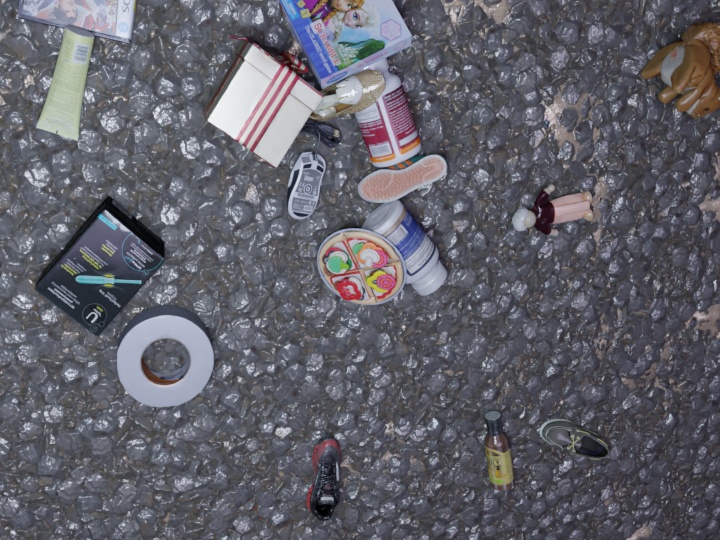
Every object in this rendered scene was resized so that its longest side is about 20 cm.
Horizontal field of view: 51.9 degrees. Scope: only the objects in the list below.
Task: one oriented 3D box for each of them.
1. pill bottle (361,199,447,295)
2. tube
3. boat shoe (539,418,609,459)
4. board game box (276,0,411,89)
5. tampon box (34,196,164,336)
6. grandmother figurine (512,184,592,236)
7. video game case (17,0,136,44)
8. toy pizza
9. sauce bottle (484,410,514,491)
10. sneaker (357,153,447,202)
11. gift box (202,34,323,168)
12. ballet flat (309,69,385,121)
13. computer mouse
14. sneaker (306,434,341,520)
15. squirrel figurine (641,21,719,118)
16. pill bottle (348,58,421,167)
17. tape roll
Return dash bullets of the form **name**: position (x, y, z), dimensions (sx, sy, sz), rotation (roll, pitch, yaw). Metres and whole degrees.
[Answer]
- **pill bottle**: position (0.100, -0.045, 1.597), dimensions (0.111, 0.111, 0.201), rotation (-42, 112, -1)
- **tube**: position (-0.537, -0.343, 1.357), dimensions (0.057, 0.052, 0.203), rotation (31, 114, 19)
- **boat shoe**: position (0.551, 0.435, 1.894), dimensions (0.198, 0.060, 0.073), rotation (19, 100, -20)
- **board game box**: position (-0.032, -0.481, 1.418), dimensions (0.197, 0.041, 0.203), rotation (-28, 80, -7)
- **tampon box**: position (-0.496, -0.010, 1.425), dimensions (0.150, 0.126, 0.200), rotation (42, 92, -22)
- **grandmother figurine**: position (0.438, -0.135, 1.699), dimensions (0.196, 0.060, 0.124), rotation (-15, 101, -14)
- **video game case**: position (-0.501, -0.524, 1.330), dimensions (0.196, 0.026, 0.185), rotation (8, 103, -18)
- **toy pizza**: position (0.000, 0.000, 1.567), dimensions (0.196, 0.032, 0.203), rotation (9, 129, 11)
- **sauce bottle**: position (0.340, 0.446, 1.836), dimensions (0.063, 0.065, 0.204), rotation (-15, 108, -11)
- **sneaker**: position (0.092, -0.197, 1.577), dimensions (0.196, 0.080, 0.073), rotation (-16, 100, 12)
- **gift box**: position (-0.192, -0.333, 1.391), dimensions (0.198, 0.185, 0.188), rotation (33, 97, -28)
- **ballet flat**: position (-0.038, -0.334, 1.434), dimensions (0.065, 0.198, 0.072), rotation (-16, 89, -47)
- **computer mouse**: position (-0.112, -0.207, 1.520), dimensions (0.108, 0.044, 0.204), rotation (8, 106, -41)
- **sneaker**: position (-0.078, 0.486, 1.707), dimensions (0.069, 0.098, 0.205), rotation (6, 103, -15)
- **squirrel figurine**: position (0.769, -0.446, 1.666), dimensions (0.185, 0.142, 0.202), rotation (29, 99, -28)
- **pill bottle**: position (0.045, -0.324, 1.499), dimensions (0.111, 0.113, 0.203), rotation (-23, 111, -8)
- **tape roll**: position (-0.406, 0.179, 1.540), dimensions (0.196, 0.066, 0.205), rotation (-4, 106, -15)
